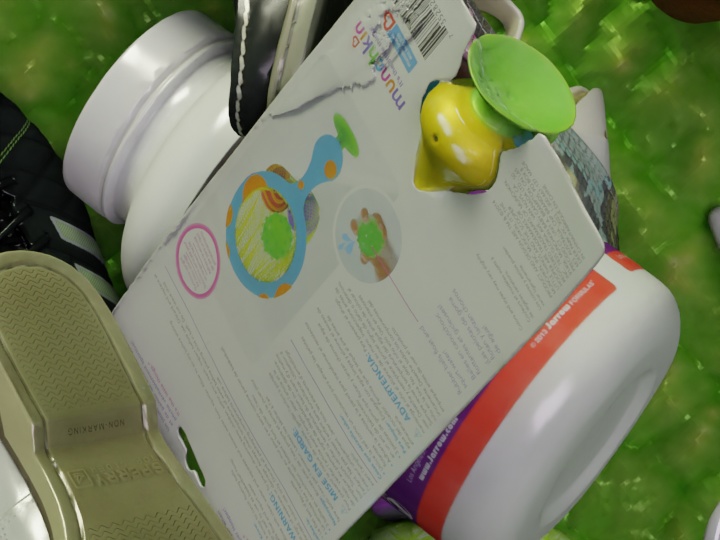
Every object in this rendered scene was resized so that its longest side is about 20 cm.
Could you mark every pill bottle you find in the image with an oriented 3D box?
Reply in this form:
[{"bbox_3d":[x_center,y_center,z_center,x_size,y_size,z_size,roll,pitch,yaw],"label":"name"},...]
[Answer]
[{"bbox_3d":[0.000,0.000,0.911,0.200,0.112,0.112,37,86,15],"label":"pill bottle"}]

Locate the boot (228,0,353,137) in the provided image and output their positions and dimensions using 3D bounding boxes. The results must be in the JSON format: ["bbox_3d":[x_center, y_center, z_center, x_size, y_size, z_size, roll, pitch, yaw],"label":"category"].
[{"bbox_3d":[-0.074,-0.128,0.886,0.154,0.073,0.204,3,59,3],"label":"boot"}]

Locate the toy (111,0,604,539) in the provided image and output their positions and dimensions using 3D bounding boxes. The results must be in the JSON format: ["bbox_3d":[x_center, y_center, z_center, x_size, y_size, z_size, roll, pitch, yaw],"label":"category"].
[{"bbox_3d":[0.004,0.005,0.812,0.047,0.200,0.115,-8,60,-38],"label":"toy"}]

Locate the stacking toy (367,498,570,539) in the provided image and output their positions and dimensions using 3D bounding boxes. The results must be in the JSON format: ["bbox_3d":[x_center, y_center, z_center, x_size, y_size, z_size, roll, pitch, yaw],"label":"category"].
[{"bbox_3d":[0.039,0.104,0.969,0.116,0.110,0.200,6,79,-21],"label":"stacking toy"}]

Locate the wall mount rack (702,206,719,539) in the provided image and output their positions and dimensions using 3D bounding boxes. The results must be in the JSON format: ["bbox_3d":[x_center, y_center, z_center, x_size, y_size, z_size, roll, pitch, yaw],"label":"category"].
[{"bbox_3d":[0.207,0.056,1.006,0.200,0.075,0.174,-9,99,-12],"label":"wall mount rack"}]

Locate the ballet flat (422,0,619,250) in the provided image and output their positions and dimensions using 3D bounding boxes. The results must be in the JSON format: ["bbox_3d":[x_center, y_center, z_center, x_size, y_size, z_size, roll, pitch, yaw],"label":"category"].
[{"bbox_3d":[0.043,-0.063,0.965,0.071,0.069,0.200,-42,100,-38],"label":"ballet flat"}]

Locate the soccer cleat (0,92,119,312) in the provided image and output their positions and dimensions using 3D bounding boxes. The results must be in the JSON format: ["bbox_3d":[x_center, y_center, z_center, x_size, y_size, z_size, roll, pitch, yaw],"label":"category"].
[{"bbox_3d":[-0.110,0.015,0.928,0.068,0.081,0.200,-29,100,-8],"label":"soccer cleat"}]

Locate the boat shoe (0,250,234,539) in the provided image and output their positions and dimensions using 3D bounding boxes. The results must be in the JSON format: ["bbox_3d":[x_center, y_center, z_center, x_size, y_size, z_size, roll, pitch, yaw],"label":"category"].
[{"bbox_3d":[-0.085,0.094,0.842,0.075,0.068,0.200,2,55,-39],"label":"boat shoe"}]

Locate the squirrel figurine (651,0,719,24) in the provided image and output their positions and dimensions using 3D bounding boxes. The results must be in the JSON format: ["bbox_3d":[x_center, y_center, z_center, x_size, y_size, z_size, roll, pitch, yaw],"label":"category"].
[{"bbox_3d":[0.140,-0.129,0.909,0.187,0.200,0.142,19,95,-21],"label":"squirrel figurine"}]
